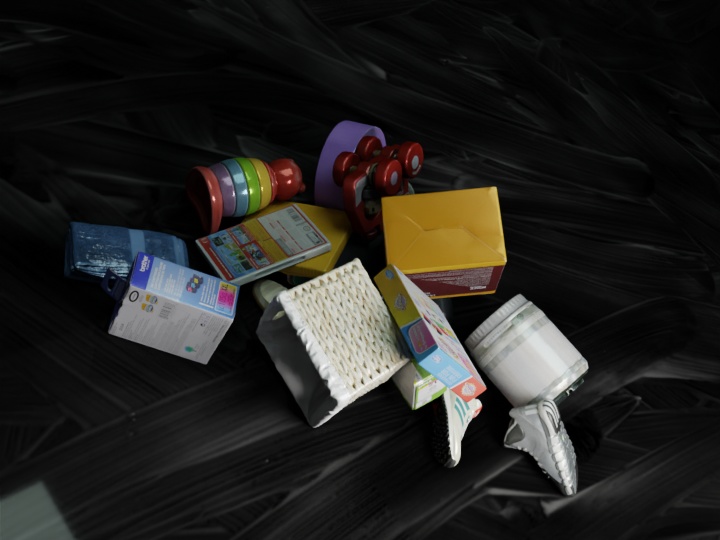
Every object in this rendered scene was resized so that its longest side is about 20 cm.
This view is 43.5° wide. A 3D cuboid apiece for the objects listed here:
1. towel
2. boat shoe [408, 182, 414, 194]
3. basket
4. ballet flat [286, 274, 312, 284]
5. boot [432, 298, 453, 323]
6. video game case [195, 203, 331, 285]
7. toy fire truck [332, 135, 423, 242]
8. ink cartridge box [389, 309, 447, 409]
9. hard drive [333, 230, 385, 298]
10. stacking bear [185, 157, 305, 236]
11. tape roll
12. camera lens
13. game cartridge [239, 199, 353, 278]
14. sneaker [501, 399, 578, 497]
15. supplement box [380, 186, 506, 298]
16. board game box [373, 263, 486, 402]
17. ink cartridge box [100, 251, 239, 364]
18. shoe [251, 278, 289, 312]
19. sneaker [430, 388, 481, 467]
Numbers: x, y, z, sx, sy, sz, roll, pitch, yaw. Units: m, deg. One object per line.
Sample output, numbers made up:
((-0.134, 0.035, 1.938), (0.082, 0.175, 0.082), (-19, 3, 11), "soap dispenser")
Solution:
((-0.385, -0.025, 1.494), (0.200, 0.049, 0.112), (7, 51, -27), "towel")
((0.047, -0.090, 1.797), (0.074, 0.065, 0.202), (44, 58, -44), "boat shoe")
((-0.043, 0.119, 1.447), (0.161, 0.198, 0.200), (-26, 78, -23), "basket")
((-0.084, -0.030, 1.682), (0.071, 0.069, 0.200), (36, 40, 24), "ballet flat")
((0.155, -0.014, 1.740), (0.076, 0.168, 0.200), (-3, 57, -34), "boot")
((-0.171, -0.045, 1.580), (0.200, 0.017, 0.143), (-22, 44, -21), "video game case")
((0.034, -0.143, 1.641), (0.112, 0.168, 0.200), (12, 33, 28), "toy fire truck")
((0.083, 0.122, 1.516), (0.076, 0.200, 0.148), (-27, 61, -16), "ink cartridge box")
((0.000, 0.000, 1.660), (0.135, 0.042, 0.200), (42, 51, -16), "hard drive")
((-0.200, -0.154, 1.645), (0.200, 0.114, 0.122), (-15, 62, -28), "stacking bear")
((-0.017, -0.186, 1.748), (0.065, 0.200, 0.200), (14, 40, 19), "tape roll")
((0.314, 0.165, 1.696), (0.200, 0.160, 0.160), (49, 45, 12), "camera lens")
((-0.126, -0.059, 1.633), (0.200, 0.032, 0.176), (12, 42, 15), "game cartridge")
((0.320, 0.325, 1.636), (0.075, 0.115, 0.200), (-50, 124, -59), "sneaker")
((0.139, -0.040, 1.571), (0.197, 0.200, 0.133), (-5, 73, 2), "supplement box")
((0.108, 0.098, 1.423), (0.153, 0.040, 0.200), (41, 15, -42), "board game box")
((-0.308, 0.056, 1.411), (0.200, 0.137, 0.076), (19, 45, -19), "ink cartridge box")
((-0.103, 0.075, 1.585), (0.200, 0.053, 0.070), (38, 44, 1), "shoe")
((0.176, 0.256, 1.598), (0.093, 0.070, 0.200), (12, 46, -16), "sneaker")
